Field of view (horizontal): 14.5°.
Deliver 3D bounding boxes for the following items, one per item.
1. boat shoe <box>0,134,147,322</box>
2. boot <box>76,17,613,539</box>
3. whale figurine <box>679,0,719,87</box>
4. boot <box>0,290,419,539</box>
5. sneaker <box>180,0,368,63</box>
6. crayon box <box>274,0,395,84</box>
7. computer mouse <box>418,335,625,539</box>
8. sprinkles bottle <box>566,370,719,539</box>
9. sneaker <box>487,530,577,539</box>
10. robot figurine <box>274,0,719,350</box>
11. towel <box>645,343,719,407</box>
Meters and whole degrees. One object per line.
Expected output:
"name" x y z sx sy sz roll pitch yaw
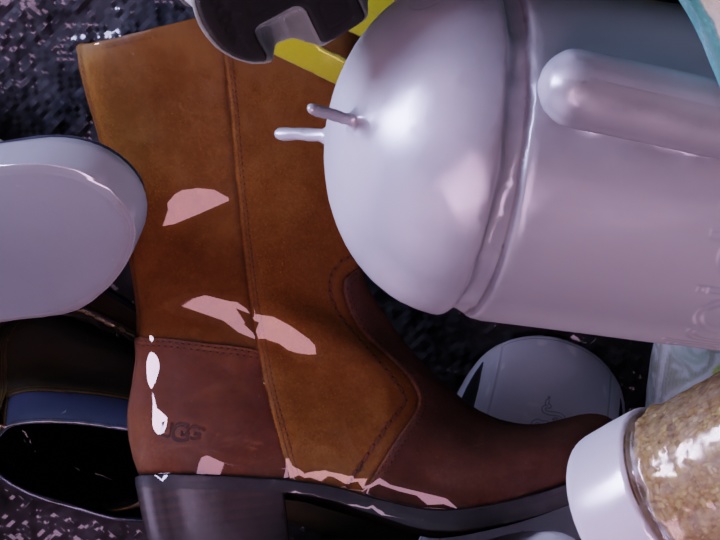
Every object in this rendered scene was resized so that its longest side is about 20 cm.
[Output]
"boat shoe" -0.141 -0.015 1.031 0.072 0.066 0.200 39 141 -19
"boot" 0.000 0.000 1.031 0.188 0.068 0.200 -6 84 -3
"whale figurine" 0.161 -0.110 0.910 0.104 0.200 0.159 -25 95 56
"boot" -0.058 0.079 1.087 0.200 0.097 0.075 23 118 -6
"sneaker" 0.023 -0.144 0.913 0.200 0.089 0.074 -25 122 -8
"crayon box" 0.046 -0.147 0.974 0.127 0.051 0.200 27 118 -8
"computer mouse" 0.050 0.123 1.084 0.109 0.044 0.200 13 93 -3
"sprinkles bottle" 0.163 0.044 0.930 0.200 0.068 0.068 -32 111 30
"sneaker" -0.017 0.133 1.008 0.112 0.078 0.200 8 153 -45
"robot figurine" 0.074 -0.036 0.937 0.200 0.113 0.170 7 162 -9
"towel" 0.213 0.001 1.039 0.200 0.048 0.171 7 119 3
